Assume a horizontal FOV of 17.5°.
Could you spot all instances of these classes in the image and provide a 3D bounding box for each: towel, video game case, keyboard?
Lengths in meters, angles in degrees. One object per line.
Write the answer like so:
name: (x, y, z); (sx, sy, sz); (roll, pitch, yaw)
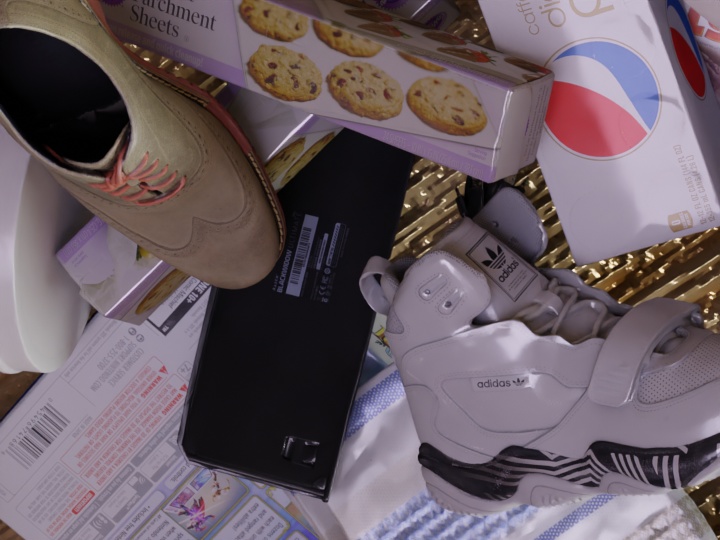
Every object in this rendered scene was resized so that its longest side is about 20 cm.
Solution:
towel: (0.069, 0.118, 1.011); (0.147, 0.024, 0.200); (-38, 81, 11)
video game case: (-0.061, 0.085, 1.094); (0.181, 0.045, 0.200); (41, 115, -5)
keyboard: (0.000, 0.000, 1.011); (0.127, 0.021, 0.201); (14, 90, 16)

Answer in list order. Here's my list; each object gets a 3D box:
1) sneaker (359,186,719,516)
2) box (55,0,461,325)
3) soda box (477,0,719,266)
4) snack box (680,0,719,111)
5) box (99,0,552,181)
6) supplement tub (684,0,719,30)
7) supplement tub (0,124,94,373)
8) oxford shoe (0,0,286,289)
sneaker: (0.085, 0.026, 0.913); (0.199, 0.075, 0.115); (-16, 106, 41)
box: (-0.044, -0.058, 0.997); (0.200, 0.041, 0.039); (-44, 74, 8)
soda box: (0.089, -0.108, 0.938); (0.068, 0.064, 0.201); (-16, 107, 21)
snack box: (0.172, -0.078, 0.978); (0.199, 0.024, 0.072); (19, 115, 6)
box: (-0.020, -0.089, 0.935); (0.199, 0.039, 0.042); (23, 115, 24)
supplement tub: (0.205, -0.177, 0.860); (0.145, 0.145, 0.200); (30, 117, 0)
supplement tub: (-0.225, -0.027, 1.032); (0.199, 0.145, 0.146); (6, 114, 11)
oxford shoe: (-0.096, -0.046, 0.911); (0.070, 0.075, 0.200); (-35, 127, 15)
